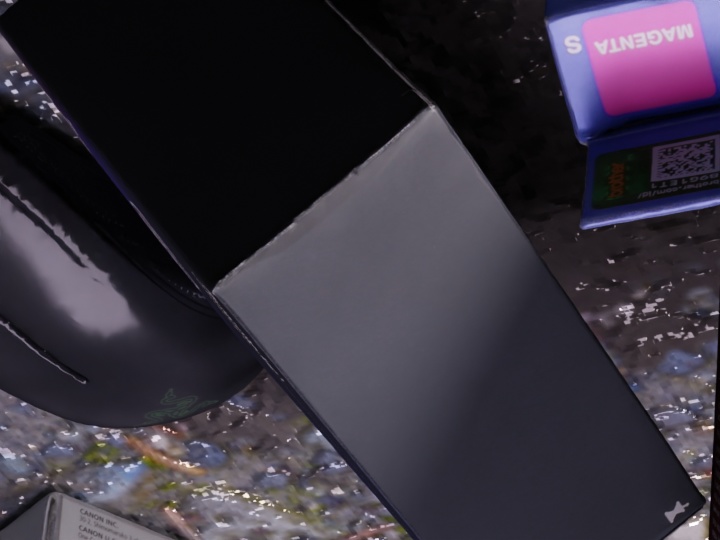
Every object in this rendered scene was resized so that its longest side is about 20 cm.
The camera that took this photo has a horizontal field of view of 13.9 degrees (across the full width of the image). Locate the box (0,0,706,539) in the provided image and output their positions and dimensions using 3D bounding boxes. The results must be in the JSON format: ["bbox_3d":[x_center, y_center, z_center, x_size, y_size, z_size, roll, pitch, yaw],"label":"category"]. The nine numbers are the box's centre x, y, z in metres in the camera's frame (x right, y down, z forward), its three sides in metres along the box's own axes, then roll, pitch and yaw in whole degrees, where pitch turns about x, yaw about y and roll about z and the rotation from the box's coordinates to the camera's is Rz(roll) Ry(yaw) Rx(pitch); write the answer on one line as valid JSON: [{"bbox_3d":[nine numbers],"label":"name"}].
[{"bbox_3d":[0.000,0.000,0.836,0.079,0.141,0.200,-41,136,-4],"label":"box"}]

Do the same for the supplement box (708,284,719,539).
[{"bbox_3d":[0.201,0.023,0.795,0.196,0.201,0.133,2,-175,-1],"label":"supplement box"}]

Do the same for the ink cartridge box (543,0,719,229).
[{"bbox_3d":[0.106,-0.088,0.682,0.119,0.200,0.042,-10,125,15],"label":"ink cartridge box"}]

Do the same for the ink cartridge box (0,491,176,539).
[{"bbox_3d":[-0.088,0.172,1.163,0.200,0.044,0.173,26,137,-29],"label":"ink cartridge box"}]

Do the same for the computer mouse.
[{"bbox_3d":[-0.111,0.005,0.933,0.200,0.053,0.138,26,136,-29],"label":"computer mouse"}]
